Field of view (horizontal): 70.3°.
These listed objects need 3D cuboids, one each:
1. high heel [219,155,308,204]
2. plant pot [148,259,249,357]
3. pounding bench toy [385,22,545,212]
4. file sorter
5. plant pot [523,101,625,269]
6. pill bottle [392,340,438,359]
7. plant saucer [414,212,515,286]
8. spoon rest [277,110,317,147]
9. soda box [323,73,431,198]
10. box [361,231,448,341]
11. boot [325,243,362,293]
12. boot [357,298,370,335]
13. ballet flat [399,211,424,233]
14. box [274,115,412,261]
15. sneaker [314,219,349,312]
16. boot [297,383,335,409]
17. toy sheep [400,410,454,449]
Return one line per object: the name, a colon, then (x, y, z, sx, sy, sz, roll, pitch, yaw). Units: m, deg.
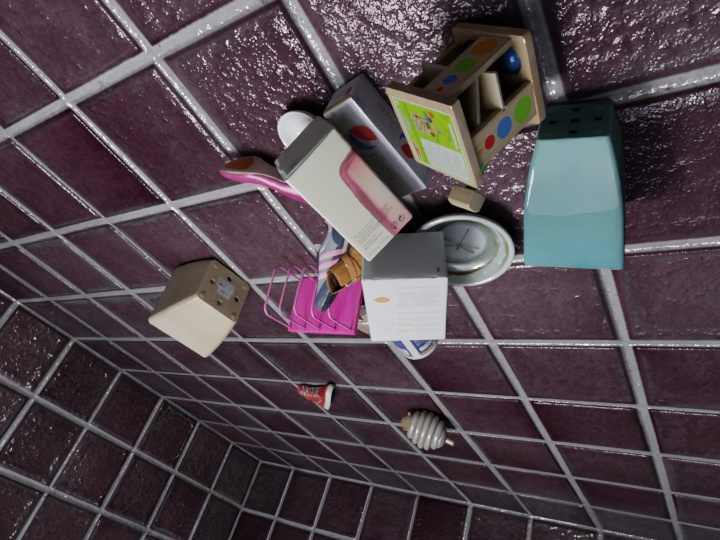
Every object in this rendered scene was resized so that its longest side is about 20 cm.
high heel: (-0.179, -0.172, 1.014, 0.196, 0.068, 0.097, -1, 133, 9)
plant pot: (-0.428, 0.088, 1.427, 0.176, 0.202, 0.199, -27, 125, 36)
pounding bench toy: (0.158, -0.198, 0.686, 0.124, 0.156, 0.201, 36, 165, 45)
file sorter: (-0.111, 0.064, 1.219, 0.197, 0.141, 0.125, -2, 156, 32)
plant pot: (0.310, -0.126, 0.736, 0.139, 0.142, 0.202, 4, 136, 25)
pill bottle: (0.103, 0.115, 1.221, 0.110, 0.112, 0.201, -4, 140, 34)
plant saucer: (0.191, -0.049, 0.975, 0.196, 0.051, 0.202, 6, 142, 5)
spoon rest: (-0.062, -0.203, 0.905, 0.199, 0.061, 0.099, 37, 144, -24)
soda box: (0.034, -0.212, 0.834, 0.068, 0.064, 0.200, -15, 132, 43)
box: (0.086, 0.035, 0.967, 0.149, 0.108, 0.202, -2, 141, 6)
boot: (0.000, 0.000, 1.054, 0.076, 0.155, 0.201, 38, 159, 16)
boot: (0.005, 0.136, 1.350, 0.198, 0.071, 0.146, -14, 135, 43)
ballet flat: (0.106, -0.057, 1.018, 0.066, 0.057, 0.200, -1, 141, 44)
box: (-0.028, -0.134, 0.837, 0.200, 0.109, 0.128, 43, -174, -29)
sneaker: (-0.069, -0.015, 1.089, 0.081, 0.203, 0.070, 23, -175, 16)
boot: (-0.169, 0.455, 1.911, 0.142, 0.073, 0.201, 22, 151, 2)
toy sheep: (0.232, 0.554, 1.767, 0.197, 0.139, 0.139, 16, 147, 16)
